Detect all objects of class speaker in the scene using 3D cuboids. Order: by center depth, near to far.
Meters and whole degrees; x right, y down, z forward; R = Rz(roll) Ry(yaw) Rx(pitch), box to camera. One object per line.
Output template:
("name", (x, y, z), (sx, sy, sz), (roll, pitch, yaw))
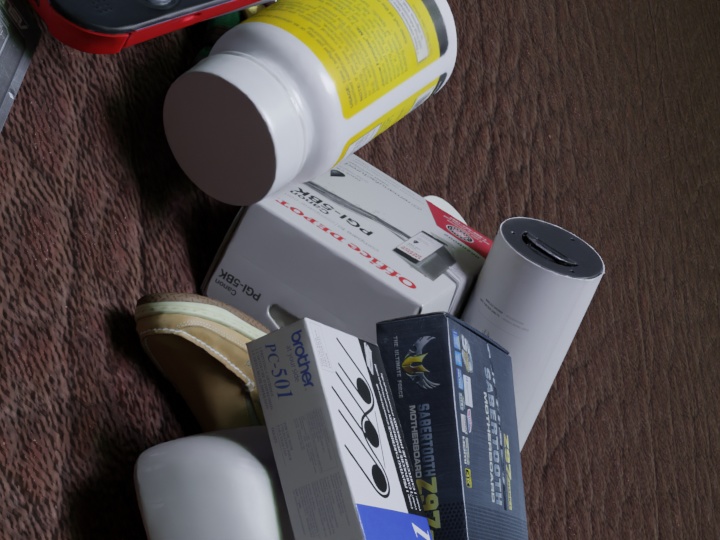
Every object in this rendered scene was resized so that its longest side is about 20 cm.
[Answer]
("speaker", (0.100, 0.064, 1.330), (0.081, 0.081, 0.200), (-51, 164, -63))

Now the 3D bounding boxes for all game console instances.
("game console", (-0.147, -0.220, 1.103), (0.177, 0.031, 0.200), (-26, 68, -33))

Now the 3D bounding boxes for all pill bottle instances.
("pill bottle", (-0.033, -0.128, 1.254), (0.200, 0.114, 0.115), (-38, 111, -43))

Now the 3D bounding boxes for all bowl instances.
("bowl", (-0.034, 0.179, 1.090), (0.200, 0.074, 0.200), (7, 62, -69))

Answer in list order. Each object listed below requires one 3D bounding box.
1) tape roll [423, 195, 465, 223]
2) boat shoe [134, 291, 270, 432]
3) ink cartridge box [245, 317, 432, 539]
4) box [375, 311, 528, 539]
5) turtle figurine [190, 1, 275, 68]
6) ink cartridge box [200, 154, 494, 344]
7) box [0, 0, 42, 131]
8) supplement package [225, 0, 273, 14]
("tape roll", (0.073, 0.035, 1.605), (0.203, 0.037, 0.203), (48, 32, -45))
("boat shoe", (-0.080, 0.081, 1.194), (0.200, 0.071, 0.076), (40, 55, -50))
("ink cartridge box", (-0.002, 0.132, 1.049), (0.094, 0.044, 0.201), (23, 47, -61))
("box", (0.063, 0.137, 1.163), (0.158, 0.051, 0.201), (34, 50, -68))
("turtle figurine", (-0.073, -0.198, 1.360), (0.150, 0.100, 0.201), (29, 62, -39))
("ink cartridge box", (0.000, 0.000, 1.316), (0.147, 0.083, 0.200), (32, 21, 11))
("box", (-0.254, -0.148, 0.972), (0.200, 0.048, 0.159), (57, 28, -34))
("supplement package", (-0.130, -0.278, 1.254), (0.114, 0.109, 0.201), (50, 31, -59))
